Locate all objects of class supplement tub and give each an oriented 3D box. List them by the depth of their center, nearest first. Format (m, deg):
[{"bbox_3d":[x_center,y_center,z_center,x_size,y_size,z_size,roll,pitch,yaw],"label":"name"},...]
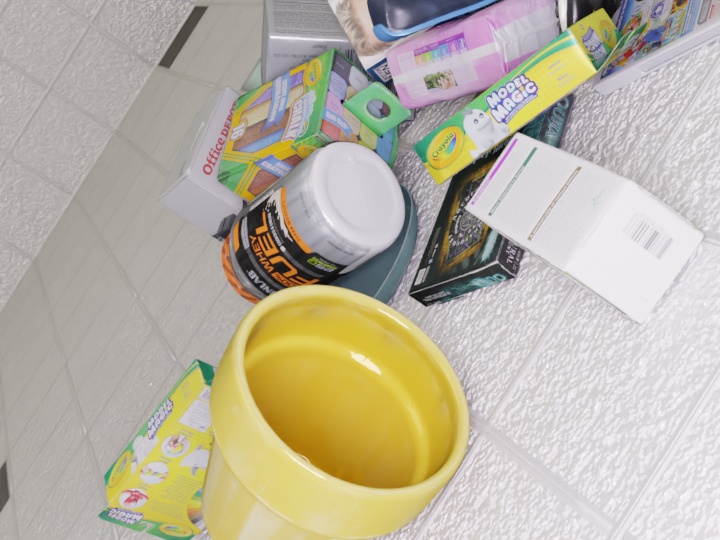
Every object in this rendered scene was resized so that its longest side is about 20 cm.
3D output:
[{"bbox_3d":[-0.056,-0.041,1.244,0.200,0.122,0.123,-33,32,47],"label":"supplement tub"}]

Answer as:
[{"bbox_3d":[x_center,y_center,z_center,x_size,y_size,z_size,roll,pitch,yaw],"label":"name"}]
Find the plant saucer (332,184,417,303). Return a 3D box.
[{"bbox_3d":[0.000,0.000,1.269,0.200,0.027,0.201,-45,26,29],"label":"plant saucer"}]

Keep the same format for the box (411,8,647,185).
[{"bbox_3d":[0.146,-0.155,1.013,0.199,0.049,0.117,-33,3,31],"label":"box"}]

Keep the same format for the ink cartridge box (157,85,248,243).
[{"bbox_3d":[-0.122,-0.099,1.423,0.084,0.199,0.146,-30,35,48],"label":"ink cartridge box"}]

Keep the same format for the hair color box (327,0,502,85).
[{"bbox_3d":[0.075,-0.300,1.296,0.199,0.060,0.100,-32,71,12],"label":"hair color box"}]

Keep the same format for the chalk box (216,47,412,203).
[{"bbox_3d":[-0.038,-0.145,1.305,0.199,0.124,0.125,-19,48,38],"label":"chalk box"}]

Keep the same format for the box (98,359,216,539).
[{"bbox_3d":[-0.177,0.196,1.239,0.200,0.117,0.048,-51,34,15],"label":"box"}]

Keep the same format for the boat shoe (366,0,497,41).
[{"bbox_3d":[0.095,-0.279,1.130,0.199,0.069,0.084,-27,11,-31],"label":"boat shoe"}]

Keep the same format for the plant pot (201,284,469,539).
[{"bbox_3d":[-0.039,0.147,0.964,0.202,0.200,0.189,-84,18,-48],"label":"plant pot"}]

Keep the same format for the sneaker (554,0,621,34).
[{"bbox_3d":[0.231,-0.284,1.061,0.089,0.070,0.202,7,80,24],"label":"sneaker"}]

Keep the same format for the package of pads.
[{"bbox_3d":[0.125,-0.220,1.180,0.120,0.076,0.200,-24,9,-26],"label":"package of pads"}]

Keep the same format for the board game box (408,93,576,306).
[{"bbox_3d":[0.122,-0.069,1.101,0.135,0.028,0.201,-21,41,55],"label":"board game box"}]

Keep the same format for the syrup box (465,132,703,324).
[{"bbox_3d":[0.163,-0.039,0.908,0.082,0.079,0.200,-55,22,5],"label":"syrup box"}]

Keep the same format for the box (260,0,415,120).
[{"bbox_3d":[-0.028,-0.269,1.456,0.200,0.182,0.106,-99,13,-59],"label":"box"}]

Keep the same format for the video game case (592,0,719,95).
[{"bbox_3d":[0.284,-0.239,1.002,0.200,0.018,0.144,-23,41,55],"label":"video game case"}]
